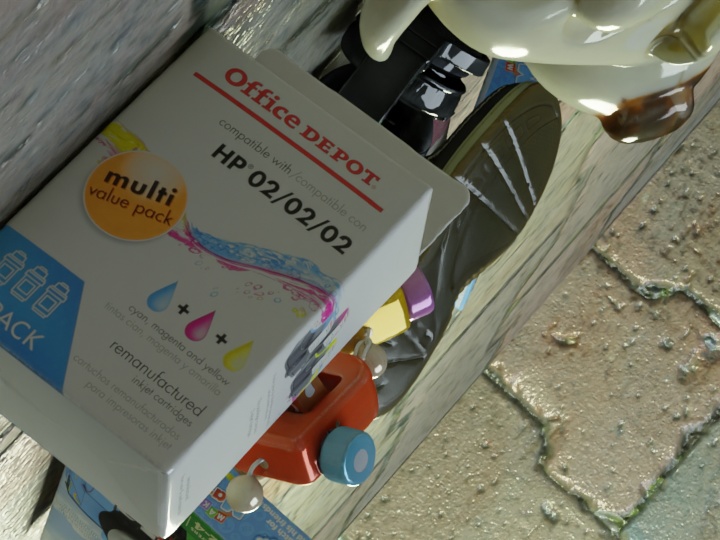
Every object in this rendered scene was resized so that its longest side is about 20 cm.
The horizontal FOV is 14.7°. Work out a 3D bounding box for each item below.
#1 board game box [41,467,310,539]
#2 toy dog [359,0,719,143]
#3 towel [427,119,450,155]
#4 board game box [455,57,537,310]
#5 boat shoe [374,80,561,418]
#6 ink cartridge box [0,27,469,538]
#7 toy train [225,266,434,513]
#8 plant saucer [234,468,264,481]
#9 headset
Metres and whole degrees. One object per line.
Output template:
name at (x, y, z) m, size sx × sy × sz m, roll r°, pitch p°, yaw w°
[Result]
board game box at (-0.094, 0.154, 1.468) m, size 0.037 × 0.151 × 0.200 m, roll -45°, pitch 171°, yaw -28°
toy dog at (0.107, -0.128, 1.227) m, size 0.194 × 0.140 × 0.200 m, roll -44°, pitch 157°, yaw 4°
towel at (0.000, 0.000, 1.488) m, size 0.144 × 0.023 × 0.200 m, roll -48°, pitch 157°, yaw -46°
board game box at (0.083, -0.091, 1.570) m, size 0.151 × 0.037 × 0.200 m, roll 103°, pitch 8°, yaw -74°
boat shoe at (0.027, -0.018, 1.391) m, size 0.201 × 0.066 × 0.072 m, roll -57°, pitch 140°, yaw -18°
ink cartridge box at (-0.054, -0.011, 1.076) m, size 0.200 × 0.115 × 0.068 m, roll -47°, pitch 165°, yaw -25°
toy train at (-0.057, 0.022, 1.165) m, size 0.150 × 0.200 × 0.056 m, roll -41°, pitch 130°, yaw -35°
plant saucer at (-0.035, 0.018, 1.504) m, size 0.200 × 0.035 × 0.200 m, roll -52°, pitch 158°, yaw -31°
headset at (0.025, -0.077, 1.314) m, size 0.124 × 0.094 × 0.200 m, roll -56°, pitch 178°, yaw 42°
